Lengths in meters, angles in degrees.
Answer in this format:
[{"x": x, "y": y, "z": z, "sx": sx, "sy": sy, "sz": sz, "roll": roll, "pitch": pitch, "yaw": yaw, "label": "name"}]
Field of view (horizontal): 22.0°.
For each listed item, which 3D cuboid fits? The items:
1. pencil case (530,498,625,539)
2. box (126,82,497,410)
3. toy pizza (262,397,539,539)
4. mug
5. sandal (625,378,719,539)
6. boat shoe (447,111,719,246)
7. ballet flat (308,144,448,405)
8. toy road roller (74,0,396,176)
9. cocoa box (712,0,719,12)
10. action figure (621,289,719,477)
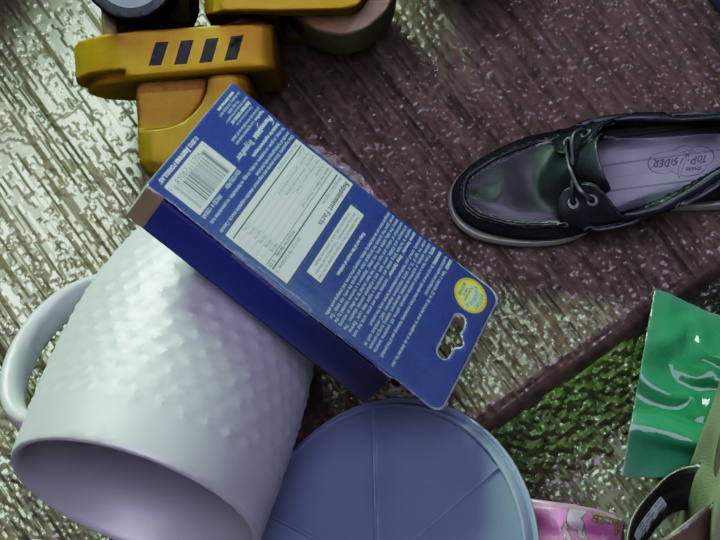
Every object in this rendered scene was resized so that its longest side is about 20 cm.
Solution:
[{"x": 0.099, "y": 0.226, "z": 1.039, "sx": 0.086, "sy": 0.083, "sz": 0.201, "roll": 11, "pitch": 74, "yaw": -10, "label": "pencil case"}, {"x": -0.022, "y": -0.007, "z": 1.035, "sx": 0.200, "sy": 0.032, "sz": 0.121, "roll": 38, "pitch": 39, "yaw": -4, "label": "box"}, {"x": 0.017, "y": 0.172, "z": 1.049, "sx": 0.199, "sy": 0.032, "sz": 0.202, "roll": -12, "pitch": 68, "yaw": 30, "label": "toy pizza"}, {"x": -0.122, "y": 0.054, "z": 1.073, "sx": 0.199, "sy": 0.148, "sz": 0.176, "roll": 2, "pitch": 57, "yaw": 29, "label": "mug"}, {"x": 0.178, "y": 0.142, "z": 1.035, "sx": 0.057, "sy": 0.080, "sz": 0.202, "roll": 10, "pitch": 103, "yaw": -10, "label": "sandal"}, {"x": 0.152, "y": -0.061, "z": 1.129, "sx": 0.198, "sy": 0.066, "sz": 0.075, "roll": -3, "pitch": 74, "yaw": 1, "label": "boat shoe"}, {"x": 0.000, "y": 0.000, "z": 1.117, "sx": 0.075, "sy": 0.064, "sz": 0.201, "roll": -26, "pitch": 74, "yaw": -9, "label": "ballet flat"}, {"x": -0.075, "y": -0.130, "z": 1.134, "sx": 0.199, "sy": 0.123, "sz": 0.147, "roll": -3, "pitch": 88, "yaw": 1, "label": "toy road roller"}, {"x": 0.300, "y": -0.248, "z": 1.145, "sx": 0.199, "sy": 0.131, "sz": 0.134, "roll": -30, "pitch": 74, "yaw": -7, "label": "cocoa box"}, {"x": 0.260, "y": 0.088, "z": 1.088, "sx": 0.199, "sy": 0.055, "sz": 0.119, "roll": 11, "pitch": 72, "yaw": 9, "label": "action figure"}]
